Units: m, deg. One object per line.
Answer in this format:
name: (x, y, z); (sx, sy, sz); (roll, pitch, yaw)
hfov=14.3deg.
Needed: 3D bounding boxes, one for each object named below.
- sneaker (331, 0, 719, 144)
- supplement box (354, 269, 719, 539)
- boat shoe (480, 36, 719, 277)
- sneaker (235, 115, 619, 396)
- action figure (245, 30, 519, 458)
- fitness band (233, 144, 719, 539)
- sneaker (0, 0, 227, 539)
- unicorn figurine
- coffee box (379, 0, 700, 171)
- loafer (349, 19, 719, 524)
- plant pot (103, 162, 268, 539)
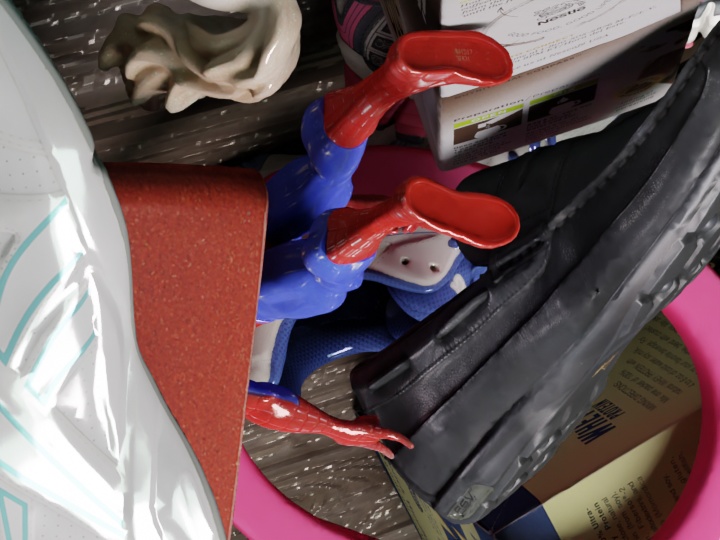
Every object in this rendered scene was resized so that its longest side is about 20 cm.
sneaker: (0.084, -0.110, 0.921); (0.199, 0.081, 0.075); (-27, 135, -16)
supplement box: (0.133, 0.078, 1.067); (0.199, 0.200, 0.135); (-30, 105, -7)
boat shoe: (0.116, -0.033, 1.051); (0.201, 0.063, 0.074); (-32, 126, -5)
sneaker: (0.025, -0.015, 0.982); (0.199, 0.088, 0.075); (-32, 146, -6)
action figure: (0.000, 0.000, 0.793); (0.098, 0.066, 0.200); (11, 159, -29)
fitness band: (0.034, 0.040, 0.923); (0.199, 0.037, 0.145); (17, 91, -9)
sneaker: (-0.091, 0.010, 0.659); (0.080, 0.070, 0.202); (-21, 114, -12)
unicorn figurine: (-0.046, -0.135, 0.710); (0.074, 0.137, 0.201); (-29, 112, -20)
coffee box: (0.039, -0.111, 0.773); (0.079, 0.114, 0.200); (-18, 170, -2)
loafer: (0.057, -0.006, 0.832); (0.068, 0.070, 0.201); (-35, 165, -49)
plant pot: (-0.155, 0.062, 0.783); (0.175, 0.200, 0.202); (9, 85, -28)
